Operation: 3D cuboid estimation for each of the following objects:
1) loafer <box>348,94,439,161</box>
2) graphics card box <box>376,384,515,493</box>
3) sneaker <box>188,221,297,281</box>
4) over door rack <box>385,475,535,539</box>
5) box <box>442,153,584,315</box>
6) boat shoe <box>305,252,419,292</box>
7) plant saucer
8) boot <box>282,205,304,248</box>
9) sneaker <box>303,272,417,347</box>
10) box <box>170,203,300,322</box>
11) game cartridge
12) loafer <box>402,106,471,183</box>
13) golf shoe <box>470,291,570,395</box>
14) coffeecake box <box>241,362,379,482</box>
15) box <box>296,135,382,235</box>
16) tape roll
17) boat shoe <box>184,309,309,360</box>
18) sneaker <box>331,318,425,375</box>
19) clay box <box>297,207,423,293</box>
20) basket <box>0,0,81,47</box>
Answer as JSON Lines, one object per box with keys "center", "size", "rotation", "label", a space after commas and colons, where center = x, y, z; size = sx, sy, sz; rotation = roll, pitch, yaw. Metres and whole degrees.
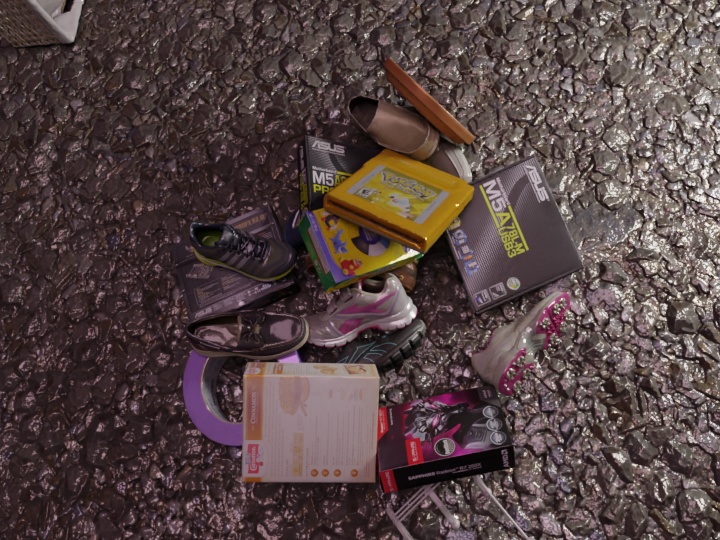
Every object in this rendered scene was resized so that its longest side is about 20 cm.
{"center": [0.047, -0.244, 1.062], "size": [0.198, 0.068, 0.077], "rotation": [29, 97, 37], "label": "loafer"}
{"center": [0.118, 0.245, 0.921], "size": [0.194, 0.052, 0.127], "rotation": [-11, 31, 5], "label": "graphics card box"}
{"center": [-0.199, -0.035, 1.032], "size": [0.194, 0.081, 0.076], "rotation": [9, 72, 12], "label": "sneaker"}
{"center": [0.145, 0.375, 0.887], "size": [0.147, 0.067, 0.200], "rotation": [-40, 49, -6], "label": "over door rack"}
{"center": [0.236, -0.057, 1.023], "size": [0.188, 0.048, 0.205], "rotation": [-22, 81, 3], "label": "box"}
{"center": [0.000, 0.000, 1.045], "size": [0.193, 0.072, 0.070], "rotation": [3, 70, 7], "label": "boat shoe"}
{"center": [0.113, -0.281, 1.062], "size": [0.032, 0.199, 0.201], "rotation": [-47, 70, 15], "label": "plant saucer"}
{"center": [-0.072, -0.128, 1.100], "size": [0.073, 0.089, 0.202], "rotation": [44, 52, -21], "label": "boot"}
{"center": [-0.012, 0.056, 1.003], "size": [0.194, 0.082, 0.090], "rotation": [-17, 110, 5], "label": "sneaker"}
{"center": [-0.220, -0.004, 1.095], "size": [0.195, 0.048, 0.162], "rotation": [-23, 69, 1], "label": "box"}
{"center": [0.065, -0.115, 0.957], "size": [0.173, 0.033, 0.200], "rotation": [25, 41, 18], "label": "game cartridge"}
{"center": [0.117, -0.209, 1.093], "size": [0.068, 0.071, 0.201], "rotation": [-20, 57, -32], "label": "loafer"}
{"center": [0.249, 0.097, 0.972], "size": [0.199, 0.077, 0.090], "rotation": [-42, 37, -23], "label": "golf shoe"}
{"center": [-0.074, 0.221, 0.918], "size": [0.193, 0.073, 0.159], "rotation": [2, 96, -5], "label": "coffeecake box"}
{"center": [-0.008, -0.127, 1.048], "size": [0.195, 0.044, 0.165], "rotation": [7, 68, -28], "label": "box"}
{"center": [-0.185, 0.181, 1.018], "size": [0.193, 0.066, 0.207], "rotation": [-3, 71, 7], "label": "tape roll"}
{"center": [-0.179, 0.097, 0.975], "size": [0.193, 0.065, 0.074], "rotation": [-2, 70, 8], "label": "boat shoe"}
{"center": [0.016, 0.133, 0.996], "size": [0.198, 0.076, 0.080], "rotation": [-37, 67, -5], "label": "sneaker"}
{"center": [0.012, -0.052, 0.970], "size": [0.196, 0.048, 0.117], "rotation": [-19, 78, -31], "label": "clay box"}
{"center": [-0.701, -0.608, 1.306], "size": [0.156, 0.200, 0.205], "rotation": [-2, 70, 14], "label": "basket"}
